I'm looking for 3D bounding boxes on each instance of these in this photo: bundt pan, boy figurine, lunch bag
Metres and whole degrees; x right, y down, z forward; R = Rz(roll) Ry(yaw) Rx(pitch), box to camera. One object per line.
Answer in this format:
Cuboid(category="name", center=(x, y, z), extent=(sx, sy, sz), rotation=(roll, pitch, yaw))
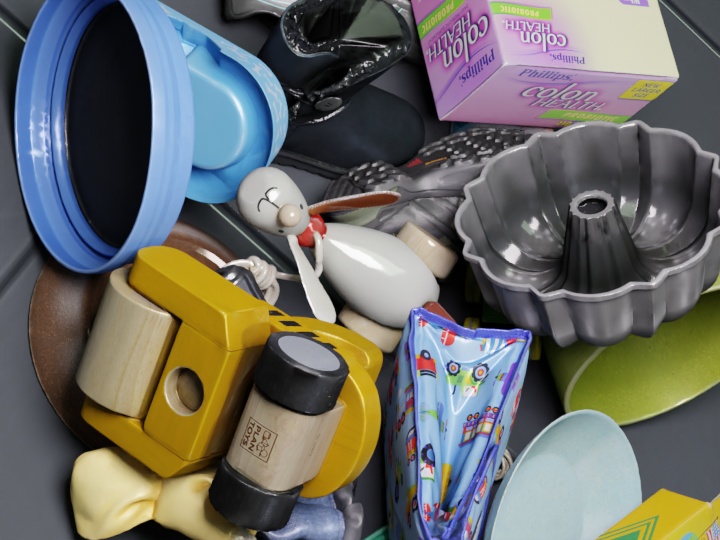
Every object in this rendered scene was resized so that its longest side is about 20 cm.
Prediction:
Cuboid(category="bundt pan", center=(0.171, -0.019, 1.440), extent=(0.202, 0.200, 0.076), rotation=(-50, 140, -36))
Cuboid(category="boy figurine", center=(-0.098, 0.164, 1.356), extent=(0.198, 0.124, 0.065), rotation=(9, 103, -17))
Cuboid(category="lunch bag", center=(0.054, 0.155, 1.396), extent=(0.093, 0.151, 0.201), rotation=(11, 54, 1))

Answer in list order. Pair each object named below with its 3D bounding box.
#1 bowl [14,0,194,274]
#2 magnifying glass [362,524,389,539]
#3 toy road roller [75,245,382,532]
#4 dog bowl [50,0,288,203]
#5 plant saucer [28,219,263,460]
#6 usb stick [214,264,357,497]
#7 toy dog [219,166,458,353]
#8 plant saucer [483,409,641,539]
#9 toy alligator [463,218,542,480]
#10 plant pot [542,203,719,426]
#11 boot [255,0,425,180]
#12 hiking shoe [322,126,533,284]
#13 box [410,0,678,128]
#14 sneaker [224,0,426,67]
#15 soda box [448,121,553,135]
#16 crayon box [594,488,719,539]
Cuboid(category="bowl", center=(-0.175, -0.099, 1.365), extent=(0.039, 0.200, 0.202), rotation=(-3, 70, -36))
Cuboid(category="magnifying glass", center=(-0.010, 0.220, 1.437), extent=(0.198, 0.022, 0.080), rotation=(2, 68, -30))
Cuboid(category="toy road roller", center=(-0.075, 0.074, 1.334), extent=(0.199, 0.124, 0.146), rotation=(30, 20, 23))
Cuboid(category="dog bowl", center=(-0.139, -0.131, 1.439), extent=(0.199, 0.112, 0.050), rotation=(30, 26, 13))
Cuboid(category="plant saucer", center=(-0.137, 0.046, 1.427), extent=(0.199, 0.037, 0.202), rotation=(14, 62, -27))
Cuboid(category="usb stick", center=(-0.063, 0.087, 1.406), extent=(0.055, 0.033, 0.201), rotation=(-27, 112, -1))
Cuboid(category="toy dog", center=(0.000, 0.000, 1.425), extent=(0.199, 0.096, 0.133), rotation=(6, 109, -39))
Cuboid(category="plant saucer", center=(0.141, 0.201, 1.490), extent=(0.200, 0.038, 0.203), rotation=(-13, 107, -49))
Cuboid(category="toy alligator", center=(0.111, 0.058, 1.547), extent=(0.059, 0.054, 0.202), rotation=(4, 99, 12))
Cuboid(category="plant pot", center=(0.203, -0.011, 1.589), extent=(0.186, 0.188, 0.201), rotation=(-5, 55, -33))
Cuboid(category="boot", center=(-0.002, -0.137, 1.507), extent=(0.199, 0.168, 0.077), rotation=(5, 66, -30))
Cuboid(category="hiking shoe", center=(0.069, -0.045, 1.550), extent=(0.198, 0.076, 0.102), rotation=(-15, 115, -11))
Cuboid(category="box", center=(0.136, -0.224, 1.590), extent=(0.175, 0.097, 0.202), rotation=(0, 66, -33))
Cuboid(category="sneaker", center=(-0.022, -0.200, 1.597), extent=(0.199, 0.075, 0.080), rotation=(24, 80, -21))
Cuboid(category="soda box", center=(0.125, -0.197, 1.677), extent=(0.068, 0.064, 0.202), rotation=(19, 60, -23))
Cuboid(category="crayon box", center=(0.212, 0.254, 1.504), extent=(0.199, 0.051, 0.128), rotation=(-29, 118, -37))
